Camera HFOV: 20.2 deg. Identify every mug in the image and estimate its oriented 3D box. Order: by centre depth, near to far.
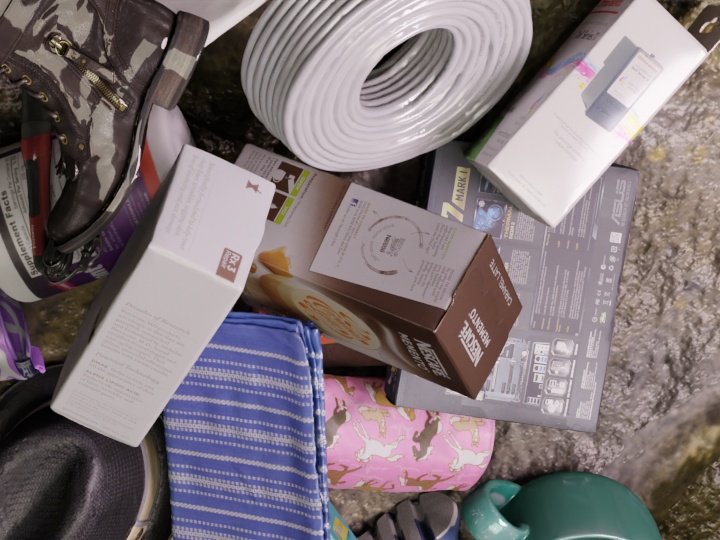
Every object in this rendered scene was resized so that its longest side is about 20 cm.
[{"bbox_3d":[0.168,0.226,1.628,0.151,0.115,0.186,-13,120,3],"label":"mug"}]

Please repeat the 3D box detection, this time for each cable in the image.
[{"bbox_3d":[0.020,-0.147,1.356,0.199,0.069,0.200,-34,152,0],"label":"cable"}]

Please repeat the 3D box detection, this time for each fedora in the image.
[{"bbox_3d":[-0.235,0.171,1.528,0.199,0.092,0.202,1,93,16],"label":"fedora"}]

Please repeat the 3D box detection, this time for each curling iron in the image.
[{"bbox_3d":[-0.209,-0.089,1.373,0.049,0.026,0.202,-10,79,4],"label":"curling iron"}]

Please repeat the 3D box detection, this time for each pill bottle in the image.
[{"bbox_3d":[-0.212,-0.043,1.437,0.199,0.112,0.112,-19,120,6],"label":"pill bottle"}]

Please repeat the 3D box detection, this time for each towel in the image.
[{"bbox_3d":[-0.087,0.124,1.468,0.144,0.024,0.202,6,108,31],"label":"towel"}]

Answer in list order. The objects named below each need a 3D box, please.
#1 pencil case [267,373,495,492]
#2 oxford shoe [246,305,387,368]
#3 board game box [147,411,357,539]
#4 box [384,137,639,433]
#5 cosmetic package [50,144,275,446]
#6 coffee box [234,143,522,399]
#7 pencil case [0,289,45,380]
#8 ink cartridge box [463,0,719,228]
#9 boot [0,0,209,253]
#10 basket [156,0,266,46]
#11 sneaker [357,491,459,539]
[{"bbox_3d":[0.003,0.120,1.541,0.199,0.087,0.083,5,133,-30],"label":"pencil case"},{"bbox_3d":[0.007,0.041,1.545,0.198,0.072,0.073,8,154,-18],"label":"oxford shoe"},{"bbox_3d":[-0.106,0.198,1.581,0.151,0.047,0.201,-36,92,15],"label":"board game box"},{"bbox_3d":[0.110,0.010,1.491,0.156,0.051,0.202,8,94,-11],"label":"box"},{"bbox_3d":[-0.134,0.020,1.353,0.074,0.102,0.200,24,135,-10],"label":"cosmetic package"},{"bbox_3d":[0.000,0.000,1.402,0.199,0.080,0.114,21,162,27],"label":"coffee box"},{"bbox_3d":[-0.338,0.066,1.511,0.198,0.084,0.086,-13,144,4],"label":"pencil case"},{"bbox_3d":[0.167,-0.129,1.397,0.067,0.117,0.200,42,91,-8],"label":"ink cartridge box"},{"bbox_3d":[-0.207,-0.126,1.280,0.173,0.069,0.201,25,109,-15],"label":"boot"},{"bbox_3d":[-0.142,-0.221,1.332,0.199,0.124,0.136,-35,117,14],"label":"basket"},{"bbox_3d":[0.012,0.275,1.662,0.198,0.081,0.116,-26,117,8],"label":"sneaker"}]
